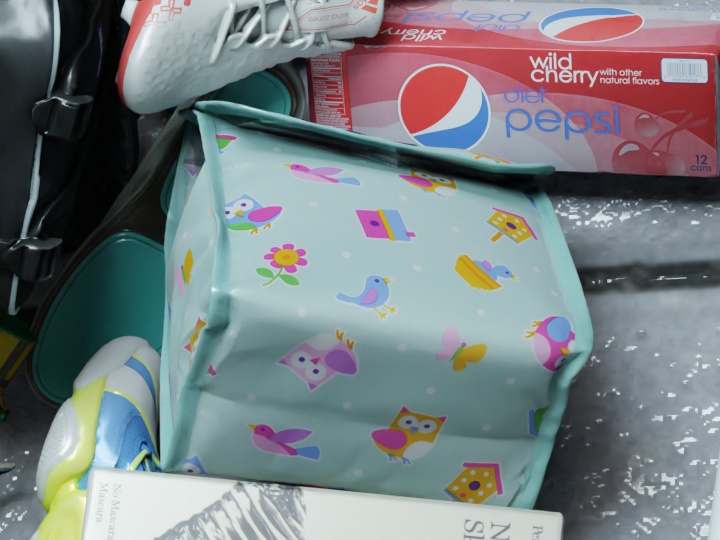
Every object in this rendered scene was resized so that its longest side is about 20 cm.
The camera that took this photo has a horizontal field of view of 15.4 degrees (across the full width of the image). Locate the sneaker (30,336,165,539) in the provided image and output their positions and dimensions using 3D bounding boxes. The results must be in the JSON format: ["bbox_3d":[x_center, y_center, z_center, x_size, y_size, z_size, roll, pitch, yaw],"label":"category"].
[{"bbox_3d":[-0.100,0.130,1.190,0.105,0.076,0.200,14,70,10],"label":"sneaker"}]

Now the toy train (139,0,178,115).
[{"bbox_3d":[-0.045,-0.177,1.324,0.200,0.116,0.085,-41,36,-11],"label":"toy train"}]

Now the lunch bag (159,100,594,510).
[{"bbox_3d":[0.000,0.000,1.166,0.170,0.122,0.200,10,35,-11],"label":"lunch bag"}]

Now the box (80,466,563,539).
[{"bbox_3d":[-0.018,0.135,1.114,0.200,0.068,0.082,4,71,-2],"label":"box"}]

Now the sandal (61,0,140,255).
[{"bbox_3d":[-0.133,-0.098,1.290,0.075,0.200,0.045,16,26,10],"label":"sandal"}]

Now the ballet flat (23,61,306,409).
[{"bbox_3d":[-0.091,-0.019,1.278,0.067,0.064,0.200,34,95,-8],"label":"ballet flat"}]

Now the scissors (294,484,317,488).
[{"bbox_3d":[-0.027,0.111,1.206,0.073,0.014,0.200,-25,56,2],"label":"scissors"}]

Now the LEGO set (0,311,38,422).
[{"bbox_3d":[-0.260,0.029,1.219,0.200,0.154,0.116,36,97,3],"label":"LEGO set"}]

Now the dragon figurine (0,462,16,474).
[{"bbox_3d":[-0.202,0.179,1.186,0.059,0.100,0.200,-1,39,17],"label":"dragon figurine"}]

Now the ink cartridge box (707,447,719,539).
[{"bbox_3d":[0.212,0.153,1.068,0.145,0.083,0.200,2,59,18],"label":"ink cartridge box"}]

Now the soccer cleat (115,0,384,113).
[{"bbox_3d":[-0.037,-0.123,1.211,0.085,0.069,0.200,26,39,18],"label":"soccer cleat"}]

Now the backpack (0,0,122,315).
[{"bbox_3d":[-0.175,-0.099,1.157,0.150,0.178,0.200,14,35,1],"label":"backpack"}]

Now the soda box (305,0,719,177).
[{"bbox_3d":[0.078,-0.088,1.259,0.200,0.064,0.070,3,26,17],"label":"soda box"}]
